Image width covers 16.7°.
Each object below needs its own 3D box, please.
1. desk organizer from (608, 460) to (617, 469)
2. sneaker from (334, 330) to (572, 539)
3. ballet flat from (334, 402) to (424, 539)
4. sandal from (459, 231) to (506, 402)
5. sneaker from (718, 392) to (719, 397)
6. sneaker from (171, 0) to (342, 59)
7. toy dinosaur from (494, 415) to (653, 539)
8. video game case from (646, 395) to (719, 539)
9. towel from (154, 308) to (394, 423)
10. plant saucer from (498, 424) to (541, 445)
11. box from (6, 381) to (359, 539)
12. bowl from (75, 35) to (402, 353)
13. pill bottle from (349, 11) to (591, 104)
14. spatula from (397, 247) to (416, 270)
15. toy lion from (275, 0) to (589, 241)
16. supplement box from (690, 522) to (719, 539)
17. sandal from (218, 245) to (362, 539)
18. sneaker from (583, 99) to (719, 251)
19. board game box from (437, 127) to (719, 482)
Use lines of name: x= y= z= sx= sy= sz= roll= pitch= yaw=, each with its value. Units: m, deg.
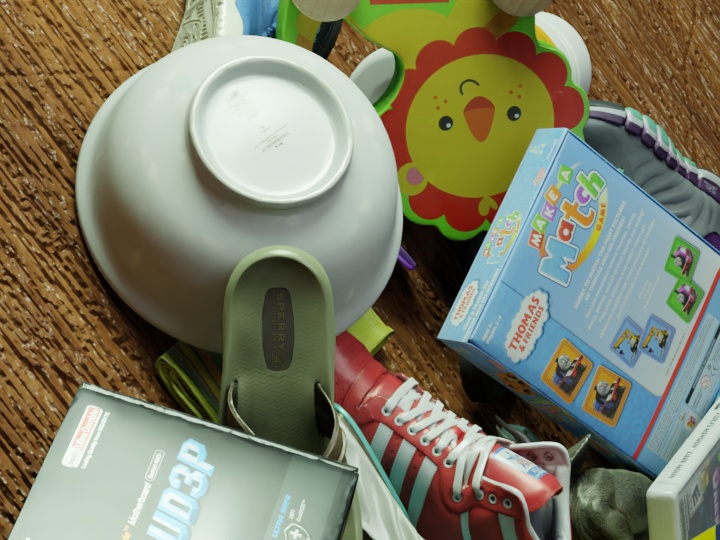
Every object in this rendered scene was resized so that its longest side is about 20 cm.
desk organizer: x=0.171 y=0.029 z=1.691 sx=0.071 sy=0.077 sz=0.201 roll=29 pitch=41 yaw=-30
sneaker: x=0.049 y=0.102 z=1.435 sx=0.201 sy=0.112 sz=0.071 roll=57 pitch=38 yaw=-6
ballet flat: x=0.014 y=0.169 z=1.401 sx=0.201 sy=0.069 sz=0.069 roll=53 pitch=34 yaw=-3
sandal: x=0.088 y=0.000 z=1.635 sx=0.201 sy=0.048 sz=0.076 roll=-67 pitch=150 yaw=-41
sneaker: x=0.241 y=0.061 z=1.746 sx=0.077 sy=0.080 sz=0.201 roll=9 pitch=54 yaw=-46
sneaker: x=-0.059 y=-0.156 z=1.575 sx=0.111 sy=0.077 sz=0.201 roll=24 pitch=37 yaw=-23
toy dinosaur: x=0.169 y=0.163 z=1.544 sx=0.199 sy=0.077 sz=0.103 roll=23 pitch=62 yaw=-28
video game case: x=0.228 y=0.194 z=1.568 sx=0.182 sy=0.023 sz=0.202 roll=-40 pitch=127 yaw=-57
towel: x=-0.048 y=0.047 z=1.468 sx=0.086 sy=0.018 sz=0.200 roll=53 pitch=34 yaw=-3
plant saucer: x=0.158 y=0.183 z=1.595 sx=0.200 sy=0.019 sz=0.070 roll=44 pitch=36 yaw=-13
box: x=-0.098 y=0.155 z=1.225 sx=0.158 sy=0.046 sz=0.201 roll=17 pitch=39 yaw=3
bowl: x=-0.059 y=-0.060 z=1.407 sx=0.199 sy=0.090 sz=0.203 roll=7 pitch=63 yaw=-14
pill bottle: x=0.080 y=-0.118 z=1.680 sx=0.111 sy=0.111 sz=0.200 roll=56 pitch=35 yaw=4
spatula: x=0.000 y=0.000 z=1.521 sx=0.057 sy=0.021 sz=0.200 roll=44 pitch=23 yaw=-4
toy lion: x=0.046 y=-0.114 z=1.536 sx=0.198 sy=0.193 sz=0.069 roll=-2 pitch=16 yaw=-12
supplement box: x=0.180 y=0.246 z=1.403 sx=0.109 sy=0.200 sz=0.109 roll=32 pitch=40 yaw=-28
sandal: x=-0.042 y=0.089 z=1.339 sx=0.057 sy=0.079 sz=0.203 roll=-154 pitch=-123 yaw=-81
sneaker: x=0.187 y=-0.044 z=1.642 sx=0.199 sy=0.074 sz=0.088 roll=24 pitch=50 yaw=-38
board game box: x=0.156 y=0.026 z=1.552 sx=0.200 sy=0.036 sz=0.152 roll=36 pitch=73 yaw=-31
